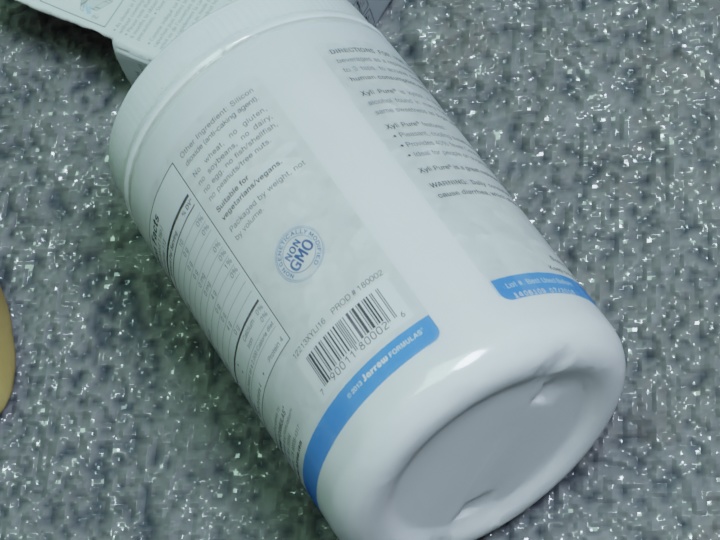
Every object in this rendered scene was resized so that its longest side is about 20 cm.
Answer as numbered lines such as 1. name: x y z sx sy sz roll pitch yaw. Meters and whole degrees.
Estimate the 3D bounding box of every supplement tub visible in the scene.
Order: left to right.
1. supplement tub: 0.000 0.000 0.826 0.131 0.132 0.201 -32 59 -5

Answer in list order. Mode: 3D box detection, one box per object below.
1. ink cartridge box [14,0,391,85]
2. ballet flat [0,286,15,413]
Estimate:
1. ink cartridge box: -0.057 -0.171 0.984 0.173 0.044 0.201 23 70 25
2. ballet flat: -0.207 -0.019 0.927 0.068 0.063 0.201 -26 59 -1
